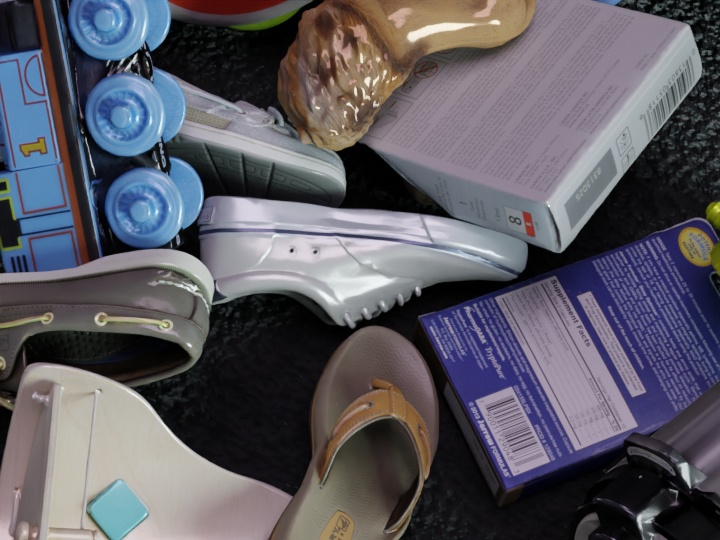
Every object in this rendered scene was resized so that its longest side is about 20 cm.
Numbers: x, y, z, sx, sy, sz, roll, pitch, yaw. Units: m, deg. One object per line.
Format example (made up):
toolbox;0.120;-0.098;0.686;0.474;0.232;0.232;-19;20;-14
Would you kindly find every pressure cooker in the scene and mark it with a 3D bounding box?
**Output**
pressure cooker;0.207;0.153;1.012;0.200;0.179;0.176;-36;74;-23

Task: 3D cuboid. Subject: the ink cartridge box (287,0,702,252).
ink cartridge box;0.080;-0.103;1.156;0.200;0.050;0.162;19;57;38

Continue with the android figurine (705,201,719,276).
android figurine;0.281;0.029;1.113;0.200;0.182;0.041;45;107;21

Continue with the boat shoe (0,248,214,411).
boat shoe;-0.179;0.041;1.055;0.201;0.072;0.060;-13;44;11

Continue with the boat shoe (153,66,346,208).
boat shoe;-0.100;-0.090;1.168;0.201;0.074;0.065;17;65;10

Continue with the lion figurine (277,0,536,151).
lion figurine;0.038;-0.152;1.132;0.199;0.073;0.123;-20;69;-7

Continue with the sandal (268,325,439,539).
sandal;0.004;0.107;1.062;0.080;0.054;0.200;32;45;-9

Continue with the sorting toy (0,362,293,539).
sorting toy;-0.107;0.171;1.013;0.179;0.107;0.201;11;52;-14

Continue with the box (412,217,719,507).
box;0.146;0.051;1.143;0.199;0.032;0.121;-19;66;-16

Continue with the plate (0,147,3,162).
plate;-0.249;-0.147;1.170;0.199;0.026;0.201;-6;60;11

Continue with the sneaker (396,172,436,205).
sneaker;0.106;-0.113;1.204;0.199;0.070;0.076;-23;73;-18

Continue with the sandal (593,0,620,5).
sandal;0.089;-0.220;1.240;0.200;0.087;0.080;28;77;21

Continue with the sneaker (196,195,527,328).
sneaker;0.000;0.000;1.142;0.199;0.073;0.071;5;87;-6

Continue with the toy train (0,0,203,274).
toy train;-0.159;-0.085;1.084;0.114;0.087;0.201;-9;98;7

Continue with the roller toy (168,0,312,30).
roller toy;-0.085;-0.260;1.178;0.182;0.200;0.140;17;40;-30
